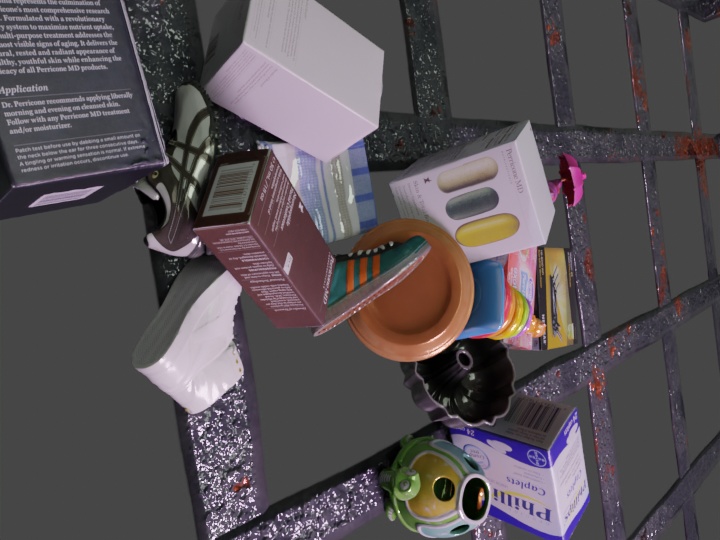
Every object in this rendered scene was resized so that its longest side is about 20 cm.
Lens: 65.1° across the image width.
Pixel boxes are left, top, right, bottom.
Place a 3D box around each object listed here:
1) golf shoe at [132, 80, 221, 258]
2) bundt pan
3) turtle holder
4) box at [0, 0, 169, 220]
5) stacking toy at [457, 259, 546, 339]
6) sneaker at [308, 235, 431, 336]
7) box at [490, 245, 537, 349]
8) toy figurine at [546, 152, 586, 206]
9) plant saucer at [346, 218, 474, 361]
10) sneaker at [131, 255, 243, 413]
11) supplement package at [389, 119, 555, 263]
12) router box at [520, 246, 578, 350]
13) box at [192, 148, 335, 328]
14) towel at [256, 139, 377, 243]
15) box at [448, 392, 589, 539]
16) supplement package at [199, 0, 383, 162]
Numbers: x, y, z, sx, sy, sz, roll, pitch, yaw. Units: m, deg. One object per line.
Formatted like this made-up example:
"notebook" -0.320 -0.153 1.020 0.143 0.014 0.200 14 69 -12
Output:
"golf shoe" -0.203 -0.117 0.623 0.092 0.077 0.207 -2 78 -29
"bundt pan" 0.143 0.154 0.883 0.197 0.076 0.207 16 53 -21
"turtle holder" 0.112 0.314 0.838 0.142 0.130 0.187 -51 119 -31
"box" -0.277 -0.160 0.475 0.122 0.197 0.203 -18 98 -40
"stacking toy" 0.228 0.068 0.882 0.196 0.115 0.113 21 64 -34
"sneaker" 0.000 0.000 0.753 0.197 0.071 0.081 -33 79 -5
"box" 0.248 0.033 1.009 0.093 0.101 0.207 16 75 -40
"toy figurine" 0.310 -0.147 1.027 0.198 0.181 0.154 -34 108 -38
"plant saucer" 0.066 0.025 0.801 0.193 0.037 0.207 0 83 2
"sneaker" -0.169 0.061 0.654 0.203 0.072 0.117 -62 141 -34
"supplement package" 0.175 -0.112 0.864 0.151 0.195 0.155 -45 116 -57
"router box" 0.387 0.056 1.168 0.154 0.051 0.207 -1 87 -43
"box" -0.098 -0.027 0.642 0.202 0.073 0.103 62 30 -51
"towel" -0.054 -0.113 0.796 0.197 0.023 0.152 -16 98 -43
"box" 0.258 0.310 0.920 0.104 0.181 0.205 -37 120 -37
"supplement package" -0.080 -0.247 0.702 0.197 0.118 0.125 22 62 -35
